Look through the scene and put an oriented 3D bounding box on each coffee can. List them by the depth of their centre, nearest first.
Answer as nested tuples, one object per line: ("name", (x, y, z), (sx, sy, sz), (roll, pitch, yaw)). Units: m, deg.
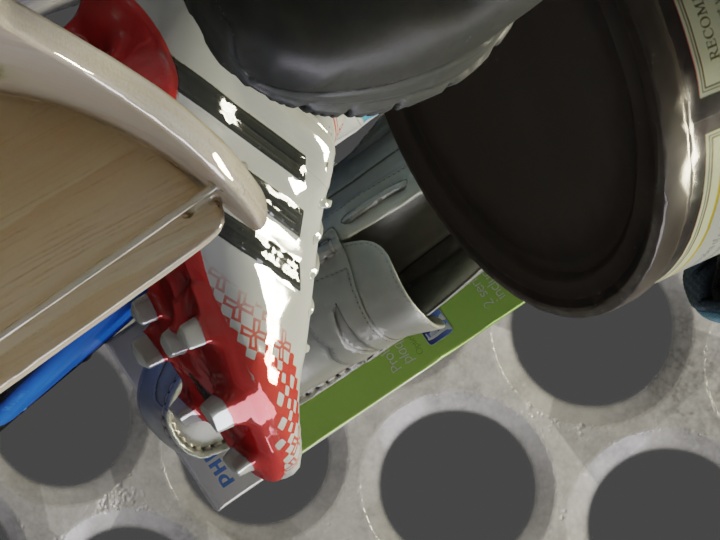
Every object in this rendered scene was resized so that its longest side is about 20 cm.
("coffee can", (0.119, -0.089, 0.738), (0.200, 0.147, 0.146), (-23, -177, -26))

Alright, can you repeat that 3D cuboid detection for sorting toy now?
("sorting toy", (-0.132, -0.011, 0.543), (0.200, 0.107, 0.180), (-36, 171, -6))

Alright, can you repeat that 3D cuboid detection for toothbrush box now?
("toothbrush box", (0.005, 0.003, 1.051), (0.200, 0.086, 0.146), (-33, -179, 3))

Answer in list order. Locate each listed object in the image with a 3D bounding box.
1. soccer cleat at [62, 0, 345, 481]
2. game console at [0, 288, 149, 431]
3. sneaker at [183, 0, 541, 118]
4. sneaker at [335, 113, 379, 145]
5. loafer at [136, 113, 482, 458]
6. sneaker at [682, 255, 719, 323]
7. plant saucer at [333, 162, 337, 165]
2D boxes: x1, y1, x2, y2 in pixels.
("soccer cleat", (-0.037, -0.016, 0.815), (0.085, 0.200, 0.069), (-30, -144, -20))
("game console", (-0.113, -0.036, 0.960), (0.171, 0.118, 0.200), (-42, -178, 41))
("sneaker", (0.048, -0.101, 0.555), (0.200, 0.076, 0.091), (-30, 177, -26))
("sneaker", (0.014, -0.094, 0.847), (0.200, 0.080, 0.131), (-26, -179, -21))
("loafer", (0.000, 0.000, 0.935), (0.200, 0.070, 0.070), (-44, -139, 5))
("sneaker", (0.171, -0.011, 1.005), (0.095, 0.080, 0.200), (-12, 172, -3))
("plant saucer", (-0.106, -0.013, 1.163), (0.201, 0.039, 0.201), (-30, -173, 4))
